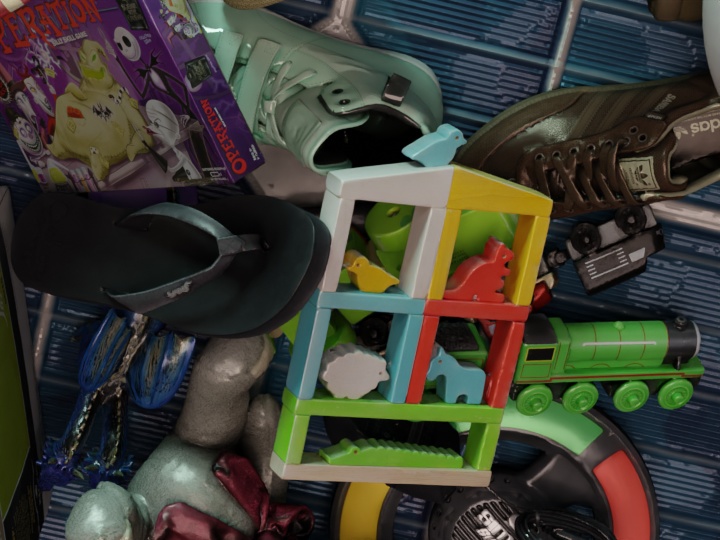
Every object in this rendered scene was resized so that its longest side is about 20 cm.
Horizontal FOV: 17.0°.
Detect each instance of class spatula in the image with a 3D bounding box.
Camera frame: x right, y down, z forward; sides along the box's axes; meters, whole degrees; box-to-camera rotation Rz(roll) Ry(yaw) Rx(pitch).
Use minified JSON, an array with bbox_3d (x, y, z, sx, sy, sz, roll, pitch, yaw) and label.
[{"bbox_3d":[-0.056,-0.029,1.391,0.199,0.021,0.057,1,115,-2],"label":"spatula"}]

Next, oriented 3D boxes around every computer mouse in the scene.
[{"bbox_3d":[0.062,0.127,1.398,0.200,0.059,0.034,32,130,-7],"label":"computer mouse"}]

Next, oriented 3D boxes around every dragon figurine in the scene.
[{"bbox_3d":[-0.129,0.041,1.361,0.059,0.100,0.200,18,120,-18],"label":"dragon figurine"}]

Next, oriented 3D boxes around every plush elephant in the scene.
[{"bbox_3d":[-0.064,0.164,1.367,0.155,0.165,0.200,32,149,13],"label":"plush elephant"}]

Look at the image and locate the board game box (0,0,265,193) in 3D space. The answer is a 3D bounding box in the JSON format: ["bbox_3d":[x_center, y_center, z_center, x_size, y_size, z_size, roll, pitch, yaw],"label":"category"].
[{"bbox_3d":[-0.139,-0.100,1.289,0.032,0.200,0.120,-32,108,-32],"label":"board game box"}]

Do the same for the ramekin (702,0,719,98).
[{"bbox_3d":[0.288,-0.142,1.265,0.200,0.105,0.201,-10,108,-31],"label":"ramekin"}]

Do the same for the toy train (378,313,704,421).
[{"bbox_3d":[0.107,0.052,1.381,0.199,0.042,0.057,-2,126,-18],"label":"toy train"}]

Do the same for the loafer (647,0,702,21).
[{"bbox_3d":[0.206,-0.228,1.301,0.067,0.076,0.201,10,117,-6],"label":"loafer"}]

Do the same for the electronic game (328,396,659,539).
[{"bbox_3d":[0.080,0.157,1.446,0.199,0.042,0.201,0,109,0],"label":"electronic game"}]

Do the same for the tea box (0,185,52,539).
[{"bbox_3d":[-0.257,0.080,1.335,0.133,0.197,0.201,-5,109,1],"label":"tea box"}]

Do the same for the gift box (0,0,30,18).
[{"bbox_3d":[-0.205,-0.233,1.230,0.184,0.200,0.187,-31,105,5],"label":"gift box"}]

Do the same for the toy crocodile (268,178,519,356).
[{"bbox_3d":[0.000,0.000,1.371,0.200,0.062,0.068,-27,124,14],"label":"toy crocodile"}]

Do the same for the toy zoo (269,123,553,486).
[{"bbox_3d":[0.031,0.020,1.302,0.131,0.020,0.201,5,106,-27],"label":"toy zoo"}]

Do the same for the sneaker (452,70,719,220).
[{"bbox_3d":[0.145,-0.068,1.350,0.199,0.076,0.071,-18,109,5],"label":"sneaker"}]

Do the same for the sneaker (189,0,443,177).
[{"bbox_3d":[-0.051,-0.098,1.315,0.200,0.118,0.074,9,109,-4],"label":"sneaker"}]

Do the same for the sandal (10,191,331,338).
[{"bbox_3d":[-0.109,-0.005,1.288,0.200,0.043,0.076,2,79,29],"label":"sandal"}]

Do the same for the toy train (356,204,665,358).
[{"bbox_3d":[0.084,0.017,1.397,0.200,0.034,0.046,-24,90,8],"label":"toy train"}]

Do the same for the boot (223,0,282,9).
[{"bbox_3d":[-0.011,-0.217,1.261,0.200,0.155,0.073,-45,84,3],"label":"boot"}]
